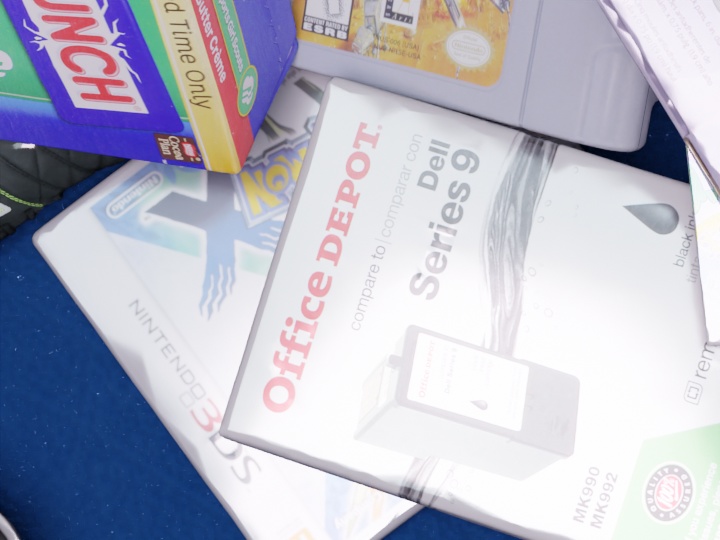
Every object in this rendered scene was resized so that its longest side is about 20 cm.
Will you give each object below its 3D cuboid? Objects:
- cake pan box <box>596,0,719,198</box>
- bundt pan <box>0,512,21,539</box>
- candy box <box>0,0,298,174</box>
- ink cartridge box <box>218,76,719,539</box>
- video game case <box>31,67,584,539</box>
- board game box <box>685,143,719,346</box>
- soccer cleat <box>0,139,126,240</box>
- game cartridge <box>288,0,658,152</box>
[{"bbox_3d":[0.201,-0.069,0.959,0.184,0.052,0.200,-33,87,9],"label":"cake pan box"},{"bbox_3d":[-0.212,0.155,1.120,0.201,0.076,0.202,0,86,4],"label":"bundt pan"},{"bbox_3d":[-0.137,-0.124,1.041,0.200,0.169,0.077,8,54,17],"label":"candy box"},{"bbox_3d":[0.062,0.026,1.079,0.200,0.084,0.146,17,88,6],"label":"ink cartridge box"},{"bbox_3d":[0.000,0.000,1.139,0.200,0.022,0.182,-37,85,2],"label":"video game case"},{"bbox_3d":[0.214,-0.050,1.000,0.200,0.034,0.135,-7,91,8],"label":"board game box"},{"bbox_3d":[-0.165,-0.028,1.140,0.200,0.068,0.081,-14,107,2],"label":"soccer cleat"},{"bbox_3d":[0.027,-0.132,1.077,0.200,0.042,0.133,16,110,28],"label":"game cartridge"}]
